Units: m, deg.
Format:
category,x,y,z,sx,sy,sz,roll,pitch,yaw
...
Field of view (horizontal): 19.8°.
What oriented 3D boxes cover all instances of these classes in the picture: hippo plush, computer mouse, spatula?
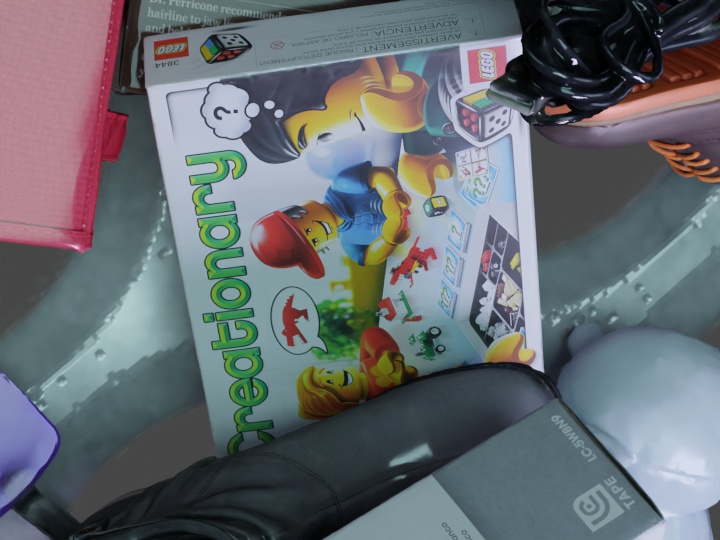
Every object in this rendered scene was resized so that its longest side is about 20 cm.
category,x,y,z,sx,sy,sz,roll,pitch,yaw
hippo plush,0.153,0.082,0.781,0.159,0.160,0.202,3,116,-4
computer mouse,0.029,-0.133,0.673,0.200,0.053,0.138,52,39,3
spatula,-0.103,0.107,0.787,0.057,0.021,0.200,-46,112,-5

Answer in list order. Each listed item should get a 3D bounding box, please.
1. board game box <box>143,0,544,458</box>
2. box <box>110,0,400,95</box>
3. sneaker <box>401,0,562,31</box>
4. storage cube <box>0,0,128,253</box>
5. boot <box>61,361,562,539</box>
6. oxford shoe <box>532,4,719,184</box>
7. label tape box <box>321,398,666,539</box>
category,x,y,z,sx,sy,sz,roll,pitch,yaw
board game box,0.000,0.000,0.738,0.125,0.035,0.201,-8,128,0
box,-0.032,-0.158,0.744,0.099,0.075,0.202,7,98,-15
sneaker,0.064,-0.138,0.757,0.074,0.100,0.202,14,93,-11
storage cube,-0.165,-0.113,0.657,0.198,0.171,0.181,9,94,-11
boot,-0.027,0.090,0.693,0.199,0.132,0.070,-24,86,11
oxford shoe,0.132,-0.060,0.769,0.199,0.071,0.073,-14,125,-41
label tape box,-0.001,0.147,0.671,0.199,0.063,0.145,-29,147,-18
